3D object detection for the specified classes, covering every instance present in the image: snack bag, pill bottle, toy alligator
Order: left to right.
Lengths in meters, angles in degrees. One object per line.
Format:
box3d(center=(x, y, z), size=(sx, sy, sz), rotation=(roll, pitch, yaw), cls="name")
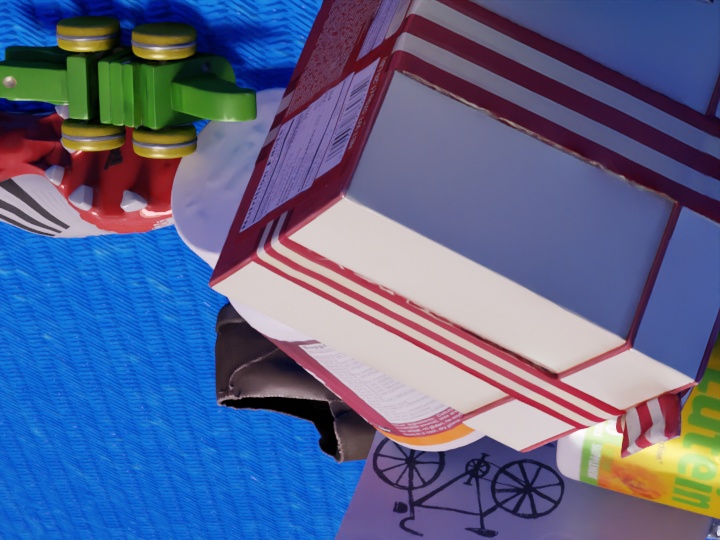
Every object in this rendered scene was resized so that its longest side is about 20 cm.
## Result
box3d(center=(-0.127, -0.091, 1.377), size=(0.199, 0.060, 0.054), rotation=(7, -163, 27), cls="toy alligator")
box3d(center=(0.000, 0.000, 1.410), size=(0.109, 0.110, 0.200), rotation=(2, 153, 37), cls="pill bottle")
box3d(center=(0.096, 0.105, 1.477), size=(0.188, 0.200, 0.021), rotation=(13, 144, 12), cls="snack bag")
box3d(center=(0.204, 0.071, 1.415), size=(0.199, 0.111, 0.111), rotation=(14, 159, 10), cls="pill bottle")

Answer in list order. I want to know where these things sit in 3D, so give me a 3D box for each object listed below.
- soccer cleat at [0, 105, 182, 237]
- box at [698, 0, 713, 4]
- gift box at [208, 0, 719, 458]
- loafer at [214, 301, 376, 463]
box3d(center=(-0.139, -0.048, 1.480), size=(0.200, 0.069, 0.085), rotation=(4, 163, 41), cls="soccer cleat")
box3d(center=(0.027, -0.138, 1.021), size=(0.199, 0.038, 0.137), rotation=(14, -176, 11), cls="box")
box3d(center=(0.072, -0.034, 1.170), size=(0.186, 0.185, 0.200), rotation=(27, 164, -16), cls="gift box")
box3d(center=(0.005, 0.082, 1.660), size=(0.199, 0.072, 0.073), rotation=(19, 159, -1), cls="loafer")
